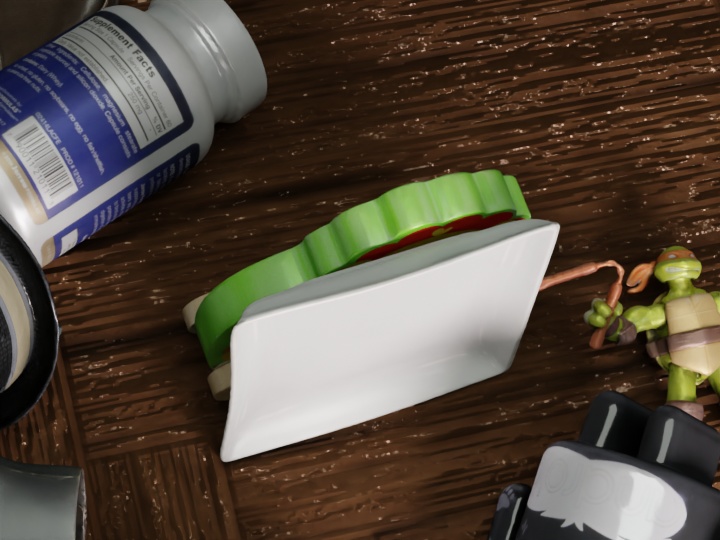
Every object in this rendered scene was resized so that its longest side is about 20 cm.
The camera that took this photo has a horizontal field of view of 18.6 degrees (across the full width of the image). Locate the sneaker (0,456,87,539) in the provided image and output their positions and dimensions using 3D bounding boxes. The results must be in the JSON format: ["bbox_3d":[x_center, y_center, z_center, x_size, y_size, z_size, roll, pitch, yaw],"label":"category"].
[{"bbox_3d":[-0.216,0.203,1.257,0.106,0.075,0.201,7,96,-1],"label":"sneaker"}]

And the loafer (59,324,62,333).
[{"bbox_3d":[-0.276,0.001,1.355,0.200,0.072,0.063,35,88,10],"label":"loafer"}]

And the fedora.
[{"bbox_3d":[-0.278,0.031,1.271,0.200,0.201,0.092,28,32,1],"label":"fedora"}]

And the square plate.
[{"bbox_3d":[0.010,0.039,1.314,0.199,0.198,0.029,-17,66,-14],"label":"square plate"}]

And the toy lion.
[{"bbox_3d":[0.000,0.000,1.326,0.199,0.192,0.069,-17,74,-14],"label":"toy lion"}]

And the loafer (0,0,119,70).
[{"bbox_3d":[-0.226,-0.144,1.400,0.073,0.071,0.200,40,70,5],"label":"loafer"}]

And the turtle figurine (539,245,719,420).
[{"bbox_3d":[0.206,0.053,1.411,0.199,0.064,0.162,-8,81,-21],"label":"turtle figurine"}]

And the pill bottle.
[{"bbox_3d":[-0.163,-0.093,1.368,0.200,0.116,0.116,-35,80,-23],"label":"pill bottle"}]

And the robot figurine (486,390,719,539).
[{"bbox_3d":[0.152,0.178,1.321,0.124,0.150,0.201,20,82,-13],"label":"robot figurine"}]
